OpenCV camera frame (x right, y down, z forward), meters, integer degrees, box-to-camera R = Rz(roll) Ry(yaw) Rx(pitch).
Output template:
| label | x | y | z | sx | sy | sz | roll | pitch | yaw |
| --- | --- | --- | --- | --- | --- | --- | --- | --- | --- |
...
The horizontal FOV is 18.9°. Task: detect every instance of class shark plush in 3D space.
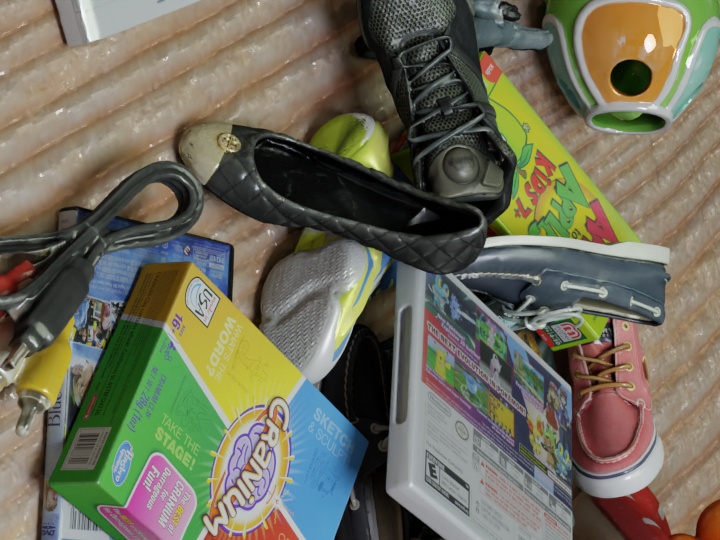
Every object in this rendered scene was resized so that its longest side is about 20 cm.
| label | x | y | z | sx | sy | sz | roll | pitch | yaw |
| --- | --- | --- | --- | --- | --- | --- | --- | --- | --- |
| shark plush | 0.073 | -0.172 | 1.515 | 0.200 | 0.083 | 0.091 | 30 | 63 | -47 |

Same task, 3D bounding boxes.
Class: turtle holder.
| label | x | y | z | sx | sy | sz | roll | pitch | yaw |
| --- | --- | --- | --- | --- | --- | --- | --- | --- | --- |
| turtle holder | 0.200 | -0.172 | 1.660 | 0.141 | 0.185 | 0.132 | 6 | 79 | -20 |

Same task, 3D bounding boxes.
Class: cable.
| label | x | y | z | sx | sy | sz | roll | pitch | yaw |
| --- | --- | --- | --- | --- | --- | --- | --- | --- | --- |
| cable | -0.169 | -0.004 | 1.212 | 0.097 | 0.050 | 0.200 | 46 | 47 | -14 |

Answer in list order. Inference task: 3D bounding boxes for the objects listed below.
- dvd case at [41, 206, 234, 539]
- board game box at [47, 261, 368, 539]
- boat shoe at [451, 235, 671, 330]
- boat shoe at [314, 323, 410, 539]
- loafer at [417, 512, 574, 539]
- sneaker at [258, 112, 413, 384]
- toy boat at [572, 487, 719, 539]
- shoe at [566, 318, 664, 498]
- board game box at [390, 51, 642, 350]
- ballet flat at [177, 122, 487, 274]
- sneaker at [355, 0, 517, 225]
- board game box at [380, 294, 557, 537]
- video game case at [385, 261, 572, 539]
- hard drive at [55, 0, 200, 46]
| label | x | y | z | sx | sy | sz | roll | pitch | yaw |
| --- | --- | --- | --- | --- | --- | --- | --- | --- | --- |
| dvd case | -0.129 | 0.072 | 1.279 | 0.143 | 0.018 | 0.200 | 14 | 75 | -52 |
| board game box | -0.084 | 0.113 | 1.284 | 0.200 | 0.040 | 0.153 | 47 | 51 | -39 |
| boat shoe | 0.130 | 0.011 | 1.483 | 0.200 | 0.075 | 0.062 | 3 | 83 | -37 |
| boat shoe | 0.004 | 0.132 | 1.413 | 0.074 | 0.060 | 0.200 | 18 | 73 | -53 |
| loafer | 0.085 | 0.165 | 1.474 | 0.200 | 0.072 | 0.063 | -9 | 90 | -63 |
| sneaker | 0.000 | 0.000 | 1.410 | 0.105 | 0.076 | 0.200 | 42 | 54 | -43 |
| toy boat | 0.241 | 0.214 | 1.604 | 0.131 | 0.200 | 0.131 | -30 | 112 | -4 |
| shoe | 0.178 | 0.082 | 1.598 | 0.200 | 0.071 | 0.091 | -79 | 154 | -63 |
| board game box | 0.115 | -0.049 | 1.555 | 0.200 | 0.048 | 0.102 | 48 | 50 | -23 |
| ballet flat | -0.015 | -0.053 | 1.336 | 0.200 | 0.057 | 0.067 | 19 | 54 | -7 |
| sneaker | 0.054 | -0.113 | 1.397 | 0.114 | 0.076 | 0.200 | -112 | -175 | -66 |
| board game box | 0.079 | 0.094 | 1.542 | 0.200 | 0.028 | 0.135 | -22 | 104 | -51 |
| video game case | 0.081 | 0.108 | 1.406 | 0.200 | 0.023 | 0.182 | 42 | 40 | -41 |
| hard drive | -0.151 | -0.246 | 1.276 | 0.132 | 0.026 | 0.200 | -31 | 112 | -50 |
